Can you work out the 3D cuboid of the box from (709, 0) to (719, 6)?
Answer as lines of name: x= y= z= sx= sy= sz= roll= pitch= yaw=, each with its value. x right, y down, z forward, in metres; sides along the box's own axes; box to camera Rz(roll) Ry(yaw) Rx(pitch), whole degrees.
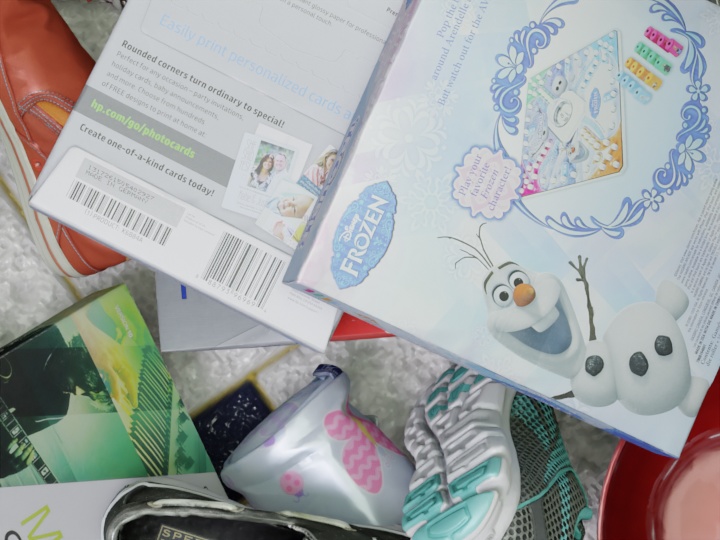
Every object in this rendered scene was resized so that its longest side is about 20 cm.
box: x=0.226 y=-0.086 z=1.231 sx=0.156 sy=0.041 sz=0.201 roll=-8 pitch=85 yaw=-41

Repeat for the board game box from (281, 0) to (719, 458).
board game box: x=0.094 y=-0.045 z=1.118 sx=0.199 sy=0.043 sz=0.200 roll=25 pitch=85 yaw=-12

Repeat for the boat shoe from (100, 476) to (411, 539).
boat shoe: x=-0.025 y=0.148 z=1.137 sx=0.199 sy=0.064 sz=0.071 roll=14 pitch=91 yaw=-7

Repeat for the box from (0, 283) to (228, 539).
box: x=-0.156 y=0.112 z=1.152 sx=0.200 sy=0.036 sz=0.145 roll=-34 pitch=103 yaw=-44

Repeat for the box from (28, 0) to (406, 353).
box: x=-0.043 y=-0.084 z=1.137 sx=0.156 sy=0.041 sz=0.200 roll=26 pitch=86 yaw=-6

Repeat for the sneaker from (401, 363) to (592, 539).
sneaker: x=0.073 y=0.101 z=1.187 sx=0.078 sy=0.200 sz=0.091 roll=-37 pitch=107 yaw=24

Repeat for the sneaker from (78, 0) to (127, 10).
sneaker: x=-0.140 y=-0.163 z=1.227 sx=0.200 sy=0.075 sz=0.090 roll=-27 pitch=86 yaw=-5

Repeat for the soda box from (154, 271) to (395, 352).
soda box: x=0.000 y=0.000 z=1.199 sx=0.199 sy=0.063 sz=0.069 roll=-5 pitch=89 yaw=18

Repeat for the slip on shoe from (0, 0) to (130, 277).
slip on shoe: x=-0.147 y=-0.088 z=1.189 sx=0.061 sy=0.074 sz=0.200 roll=-7 pitch=119 yaw=19

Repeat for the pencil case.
pencil case: x=0.017 y=0.145 z=1.220 sx=0.083 sy=0.091 sz=0.200 roll=-39 pitch=90 yaw=12

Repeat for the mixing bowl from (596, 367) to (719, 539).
mixing bowl: x=0.208 y=0.131 z=1.227 sx=0.199 sy=0.108 sz=0.201 roll=0 pitch=87 yaw=-6
